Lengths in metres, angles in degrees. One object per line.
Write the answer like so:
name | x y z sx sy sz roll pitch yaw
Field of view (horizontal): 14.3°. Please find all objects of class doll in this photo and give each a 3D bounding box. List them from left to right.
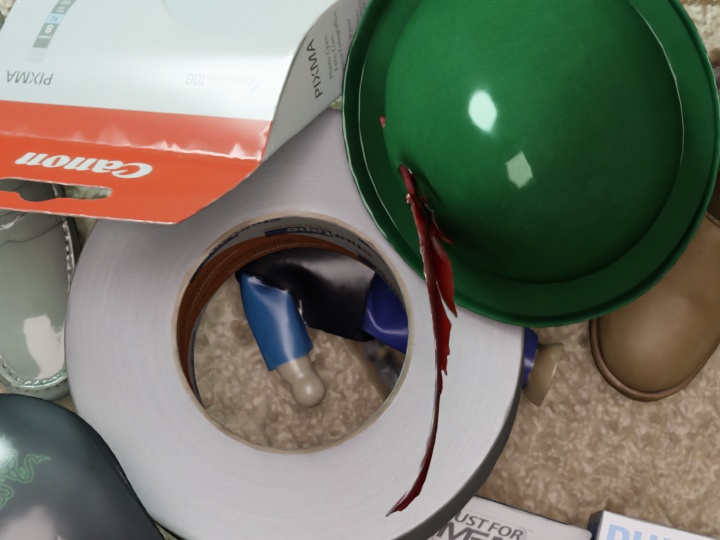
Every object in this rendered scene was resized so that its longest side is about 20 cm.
doll | 0.000 0.000 1.324 0.199 0.048 0.137 21 83 1

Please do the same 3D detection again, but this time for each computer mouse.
computer mouse | -0.105 0.135 1.164 0.138 0.053 0.200 -35 88 -14

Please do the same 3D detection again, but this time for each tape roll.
tape roll | -0.027 0.033 1.261 0.199 0.066 0.201 -1 77 3

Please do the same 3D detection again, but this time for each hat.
hat | 0.042 -0.046 1.124 0.166 0.176 0.200 -43 77 22

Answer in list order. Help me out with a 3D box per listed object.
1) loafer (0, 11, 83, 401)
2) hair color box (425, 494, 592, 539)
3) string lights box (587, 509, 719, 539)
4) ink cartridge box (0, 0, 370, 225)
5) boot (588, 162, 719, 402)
loafer | -0.170 -0.037 1.315 0.070 0.070 0.201 -19 85 -2
hair color box | 0.028 0.199 1.298 0.099 0.061 0.201 17 85 1
string lights box | 0.132 0.218 1.297 0.102 0.059 0.201 13 84 1
ink cartridge box | -0.096 -0.086 1.239 0.159 0.200 0.048 6 119 29
boot | 0.160 -0.031 1.252 0.066 0.200 0.176 25 85 1
